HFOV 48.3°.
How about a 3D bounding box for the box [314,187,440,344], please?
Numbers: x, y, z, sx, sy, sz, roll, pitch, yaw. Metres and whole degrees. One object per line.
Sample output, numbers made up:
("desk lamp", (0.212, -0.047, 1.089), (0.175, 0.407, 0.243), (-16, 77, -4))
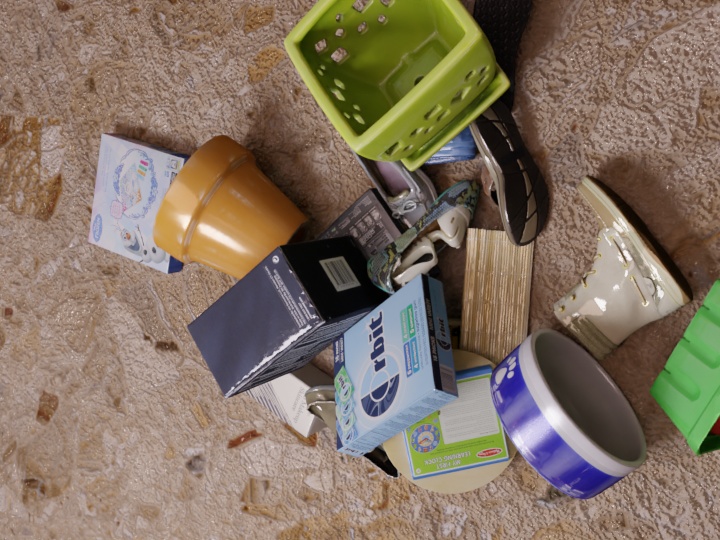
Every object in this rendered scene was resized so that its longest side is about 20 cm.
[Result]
("box", (0.000, 0.000, 1.205), (0.200, 0.051, 0.159), (-41, 75, 26))

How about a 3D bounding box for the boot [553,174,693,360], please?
("boot", (0.302, -0.003, 1.026), (0.154, 0.072, 0.201), (-41, 76, 29))

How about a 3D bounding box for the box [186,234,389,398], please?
("box", (-0.098, 0.059, 1.122), (0.198, 0.199, 0.124), (-39, 78, 25))

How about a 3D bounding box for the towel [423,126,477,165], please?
("towel", (0.105, -0.251, 1.119), (0.110, 0.048, 0.204), (-2, 95, 29))

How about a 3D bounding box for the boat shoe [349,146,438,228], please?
("boat shoe", (0.045, -0.128, 1.126), (0.074, 0.065, 0.204), (-11, 116, 46))

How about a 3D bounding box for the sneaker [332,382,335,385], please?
("sneaker", (0.034, 0.178, 1.191), (0.198, 0.078, 0.090), (-28, 80, 29))

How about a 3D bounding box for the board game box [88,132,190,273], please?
("board game box", (-0.384, -0.120, 1.411), (0.197, 0.043, 0.203), (19, 105, 26))

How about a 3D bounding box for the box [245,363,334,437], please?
("box", (-0.131, 0.174, 1.288), (0.198, 0.068, 0.083), (30, 109, 24))

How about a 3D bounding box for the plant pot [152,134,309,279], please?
("plant pot", (-0.185, -0.073, 1.233), (0.182, 0.200, 0.202), (33, 111, 5))

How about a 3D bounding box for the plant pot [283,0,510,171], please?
("plant pot", (0.057, -0.254, 0.997), (0.198, 0.181, 0.201), (-40, 65, 17))

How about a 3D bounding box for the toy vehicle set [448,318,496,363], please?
("toy vehicle set", (0.128, 0.169, 1.131), (0.122, 0.027, 0.204), (-1, 97, -4))

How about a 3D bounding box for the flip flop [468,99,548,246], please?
("flip flop", (0.190, -0.131, 1.076), (0.057, 0.080, 0.203), (-18, 96, 64))

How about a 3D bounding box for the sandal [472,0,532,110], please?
("sandal", (0.180, -0.302, 1.067), (0.074, 0.045, 0.203), (4, 113, -2))

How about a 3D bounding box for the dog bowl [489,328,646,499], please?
("dog bowl", (0.256, 0.175, 0.996), (0.079, 0.199, 0.201), (-45, 74, 28))

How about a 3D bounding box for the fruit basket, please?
("fruit basket", (0.469, 0.130, 0.913), (0.214, 0.154, 0.220), (-4, 84, 44))

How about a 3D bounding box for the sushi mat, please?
("sushi mat", (0.186, 0.046, 1.101), (0.094, 0.012, 0.204), (3, 96, -5))

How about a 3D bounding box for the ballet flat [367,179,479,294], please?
("ballet flat", (0.099, -0.039, 1.098), (0.200, 0.074, 0.074), (-43, 74, 2))

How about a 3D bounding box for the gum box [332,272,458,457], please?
("gum box", (0.039, 0.128, 1.066), (0.200, 0.044, 0.172), (-40, 41, 37))

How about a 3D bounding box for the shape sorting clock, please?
("shape sorting clock", (0.124, 0.207, 1.101), (0.196, 0.039, 0.204), (0, 94, 2))

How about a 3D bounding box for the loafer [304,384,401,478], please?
("loafer", (0.001, 0.235, 1.166), (0.199, 0.070, 0.075), (33, 141, -13))
